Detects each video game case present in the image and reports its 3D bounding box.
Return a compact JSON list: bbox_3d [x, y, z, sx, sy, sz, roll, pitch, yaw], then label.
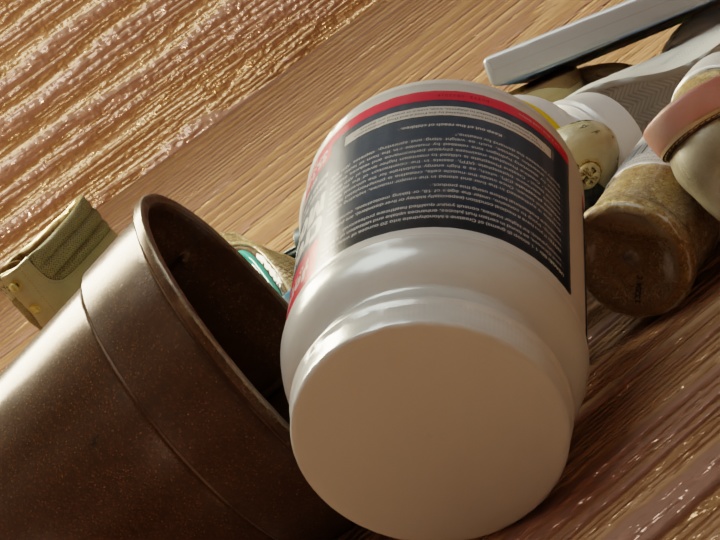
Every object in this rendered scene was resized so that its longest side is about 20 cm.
[{"bbox_3d":[0.188,-0.167,1.488,0.199,0.022,0.182,-21,1,13],"label":"video game case"}]

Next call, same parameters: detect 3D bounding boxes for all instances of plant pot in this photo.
[{"bbox_3d":[-0.114,0.101,1.132,0.198,0.200,0.200,-41,9,8],"label":"plant pot"}]

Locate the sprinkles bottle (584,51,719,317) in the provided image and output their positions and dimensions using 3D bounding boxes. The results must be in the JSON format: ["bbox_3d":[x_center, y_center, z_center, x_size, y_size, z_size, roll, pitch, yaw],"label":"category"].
[{"bbox_3d":[0.175,-0.050,1.203,0.068,0.068,0.200,-26,13,37],"label":"sprinkles bottle"}]

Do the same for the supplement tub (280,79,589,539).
[{"bbox_3d":[0.036,0.015,1.051,0.140,0.140,0.200,-30,27,23],"label":"supplement tub"}]

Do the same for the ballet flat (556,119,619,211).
[{"bbox_3d":[0.079,0.009,1.188,0.200,0.066,0.057,-56,25,-3],"label":"ballet flat"}]

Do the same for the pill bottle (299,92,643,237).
[{"bbox_3d":[0.072,-0.037,1.292,0.199,0.112,0.111,-22,1,-37],"label":"pill bottle"}]

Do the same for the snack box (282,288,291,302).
[{"bbox_3d":[0.000,0.000,1.399,0.200,0.037,0.116,-43,-4,-38],"label":"snack box"}]

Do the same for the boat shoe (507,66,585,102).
[{"bbox_3d":[0.068,-0.069,1.496,0.199,0.065,0.071,-23,9,29],"label":"boat shoe"}]

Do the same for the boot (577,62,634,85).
[{"bbox_3d":[0.140,-0.115,1.588,0.200,0.072,0.166,-32,12,34],"label":"boot"}]

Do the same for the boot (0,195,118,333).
[{"bbox_3d":[-0.213,0.064,1.610,0.200,0.155,0.073,-49,18,-8],"label":"boot"}]

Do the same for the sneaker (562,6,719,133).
[{"bbox_3d":[0.193,-0.108,1.425,0.199,0.074,0.116,-24,9,7],"label":"sneaker"}]

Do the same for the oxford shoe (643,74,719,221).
[{"bbox_3d":[0.238,-0.074,1.157,0.199,0.074,0.071,-22,-18,-25],"label":"oxford shoe"}]

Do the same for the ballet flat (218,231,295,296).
[{"bbox_3d":[-0.066,0.006,1.542,0.065,0.071,0.200,-11,20,-27],"label":"ballet flat"}]

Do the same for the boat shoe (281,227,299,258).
[{"bbox_3d":[-0.030,-0.012,1.605,0.200,0.062,0.073,-40,2,33],"label":"boat shoe"}]
